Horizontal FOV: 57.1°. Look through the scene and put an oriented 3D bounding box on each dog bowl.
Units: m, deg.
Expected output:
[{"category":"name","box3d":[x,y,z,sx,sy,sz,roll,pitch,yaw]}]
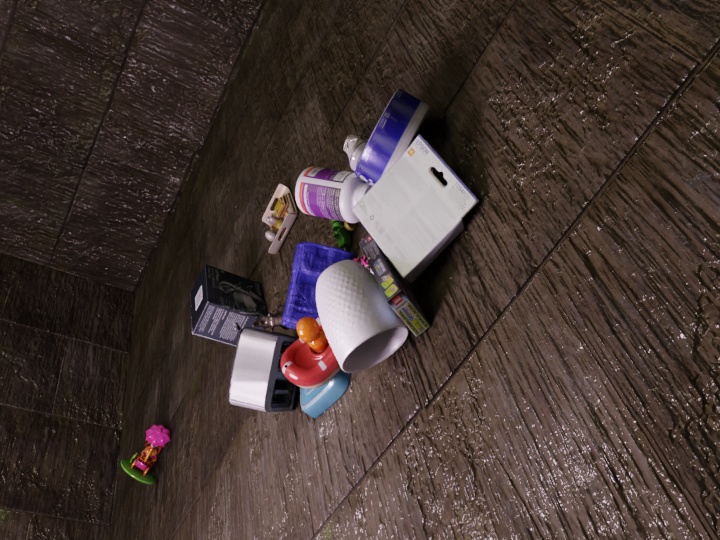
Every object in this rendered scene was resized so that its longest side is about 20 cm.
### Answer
[{"category":"dog bowl","box3d":[0.066,-0.270,1.385,0.204,0.077,0.200,-61,0,0]}]

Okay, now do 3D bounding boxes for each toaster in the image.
[{"category":"toaster","box3d":[-0.224,0.233,1.570,0.115,0.199,0.187,7,83,24]}]

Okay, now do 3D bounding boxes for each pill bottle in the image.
[{"category":"pill bottle","box3d":[-0.051,-0.175,1.546,0.196,0.112,0.116,14,84,34]}]

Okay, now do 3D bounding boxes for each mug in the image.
[{"category":"mug","box3d":[-0.003,0.087,1.286,0.145,0.201,0.178,-30,64,2]}]

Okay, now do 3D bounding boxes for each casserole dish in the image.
[{"category":"casserole dish","box3d":[-0.085,0.246,1.480,0.200,0.038,0.124,-46,37,39]}]

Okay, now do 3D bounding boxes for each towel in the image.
[{"category":"towel","box3d":[-0.098,0.040,1.524,0.050,0.143,0.207,75,-155,-74]}]

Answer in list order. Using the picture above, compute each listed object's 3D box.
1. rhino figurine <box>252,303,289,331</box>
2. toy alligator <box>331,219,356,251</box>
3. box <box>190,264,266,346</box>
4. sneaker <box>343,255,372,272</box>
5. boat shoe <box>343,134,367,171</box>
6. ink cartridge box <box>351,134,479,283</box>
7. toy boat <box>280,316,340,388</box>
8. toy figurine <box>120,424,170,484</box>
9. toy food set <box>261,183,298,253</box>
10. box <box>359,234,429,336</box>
[{"category":"rhino figurine","box3d":[-0.175,0.110,1.582,0.086,0.196,0.062,4,100,49]},{"category":"toy alligator","box3d":[-0.047,-0.099,1.604,0.059,0.053,0.206,-35,44,49]},{"category":"box","box3d":[-0.396,0.110,1.977,0.126,0.193,0.202,-56,30,22]},{"category":"sneaker","box3d":[0.000,0.000,1.411,0.201,0.086,0.075,-52,24,33]},{"category":"boat shoe","box3d":[-0.009,-0.280,1.534,0.072,0.069,0.200,-59,-2,19]},{"category":"ink cartridge box","box3d":[0.104,-0.118,1.250,0.200,0.040,0.201,-45,58,14]},{"category":"toy boat","box3d":[-0.093,0.146,1.392,0.200,0.131,0.130,-46,43,-4]},{"category":"toy figurine","box3d":[-0.772,0.662,2.458,0.187,0.148,0.200,-58,2,-5]},{"category":"toy food set","box3d":[-0.259,-0.163,2.038,0.146,0.059,0.202,-59,30,23]},{"category":"box","box3d":[0.063,0.023,1.260,0.034,0.110,0.202,-35,35,8]}]
